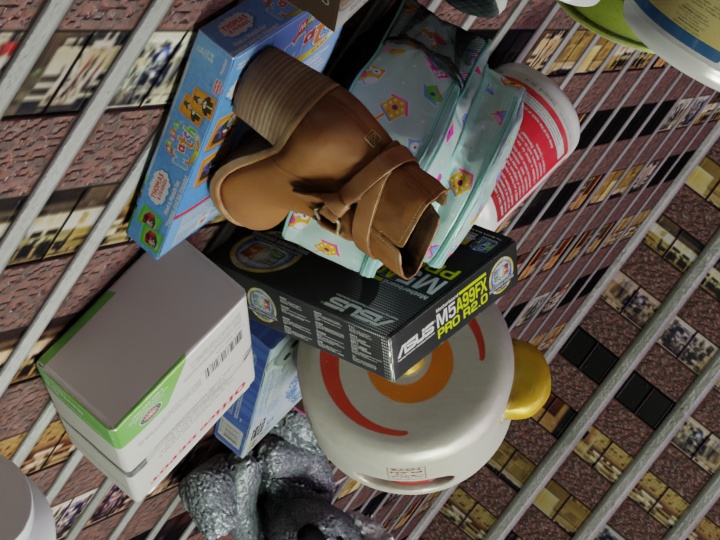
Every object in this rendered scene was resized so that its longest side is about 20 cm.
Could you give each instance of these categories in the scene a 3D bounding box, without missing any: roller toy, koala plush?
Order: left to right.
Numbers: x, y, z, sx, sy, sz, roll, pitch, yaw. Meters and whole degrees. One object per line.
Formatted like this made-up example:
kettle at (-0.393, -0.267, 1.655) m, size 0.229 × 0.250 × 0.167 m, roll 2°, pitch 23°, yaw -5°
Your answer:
koala plush at (-0.064, 0.253, 2.101) m, size 0.177 × 0.200 × 0.184 m, roll -37°, pitch 175°, yaw -12°
roller toy at (0.041, 0.091, 1.758) m, size 0.182 × 0.200 × 0.140 m, roll -43°, pitch 163°, yaw -11°

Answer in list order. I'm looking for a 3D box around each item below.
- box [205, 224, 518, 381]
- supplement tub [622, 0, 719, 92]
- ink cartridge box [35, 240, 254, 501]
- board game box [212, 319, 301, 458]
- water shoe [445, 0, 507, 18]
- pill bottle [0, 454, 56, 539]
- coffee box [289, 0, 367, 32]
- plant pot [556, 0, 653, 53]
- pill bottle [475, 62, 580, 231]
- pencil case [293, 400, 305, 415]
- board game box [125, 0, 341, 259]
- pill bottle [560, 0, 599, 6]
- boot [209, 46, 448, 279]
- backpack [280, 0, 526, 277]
box at (0.000, 0.000, 1.651) m, size 0.160 × 0.200 × 0.044 m, roll -35°, pitch 133°, yaw -37°
supplement tub at (0.317, -0.253, 1.660) m, size 0.200 × 0.145 × 0.145 m, roll -59°, pitch 165°, yaw 22°
ink cartridge box at (-0.159, 0.077, 1.592) m, size 0.146 × 0.084 × 0.200 m, roll -47°, pitch 166°, yaw -16°
board game box at (-0.044, 0.049, 1.865) m, size 0.199 × 0.043 × 0.200 m, roll -43°, pitch 164°, yaw -31°
water shoe at (0.092, -0.264, 1.588) m, size 0.200 × 0.071 × 0.079 m, roll 93°, pitch 16°, yaw -75°
pill bottle at (-0.274, 0.203, 1.487) m, size 0.112 × 0.112 × 0.200 m, roll -45°, pitch 166°, yaw -26°
coffee box at (0.024, -0.259, 1.290) m, size 0.200 × 0.080 × 0.114 m, roll -46°, pitch 166°, yaw -23°
plant pot at (0.275, -0.322, 1.793) m, size 0.200 × 0.200 × 0.193 m, roll -40°, pitch 152°, yaw -39°
pill bottle at (0.108, -0.097, 1.967) m, size 0.200 × 0.112 × 0.112 m, roll -44°, pitch 166°, yaw -27°
pencil case at (-0.010, 0.066, 2.068) m, size 0.200 × 0.094 × 0.091 m, roll -33°, pitch 168°, yaw -50°
board game box at (-0.080, -0.115, 1.435) m, size 0.151 × 0.037 × 0.200 m, roll -39°, pitch 164°, yaw -43°
pill bottle at (0.201, -0.316, 1.658) m, size 0.120 × 0.120 × 0.200 m, roll -32°, pitch 157°, yaw -55°
boot at (-0.016, -0.050, 1.397) m, size 0.077 × 0.155 × 0.200 m, roll -44°, pitch 166°, yaw -31°
backpack at (0.028, -0.087, 1.561) m, size 0.176 × 0.153 × 0.200 m, roll -61°, pitch 173°, yaw 32°
